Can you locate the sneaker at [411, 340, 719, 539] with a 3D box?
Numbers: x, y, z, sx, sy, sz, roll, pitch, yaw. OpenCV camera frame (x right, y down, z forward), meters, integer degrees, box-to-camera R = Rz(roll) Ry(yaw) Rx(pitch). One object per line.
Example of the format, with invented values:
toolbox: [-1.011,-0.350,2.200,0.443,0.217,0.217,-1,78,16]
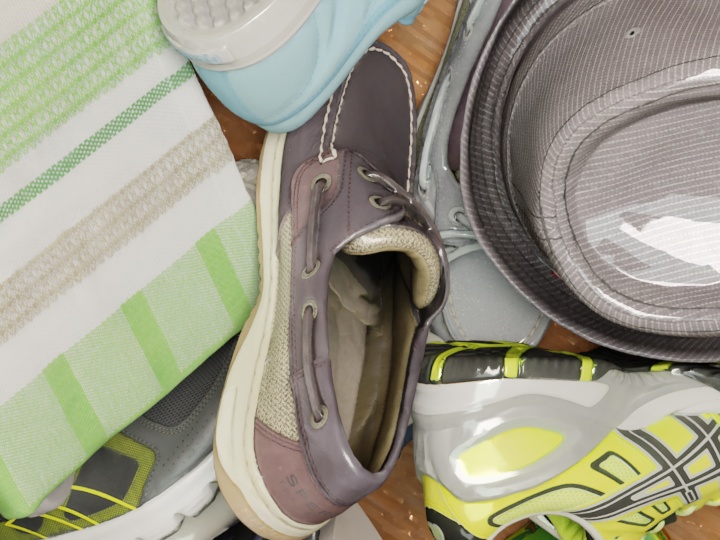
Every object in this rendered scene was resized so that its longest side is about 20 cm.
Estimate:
sneaker: [0.102,0.069,0.894,0.199,0.075,0.077,4,93,-27]

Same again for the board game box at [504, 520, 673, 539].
board game box: [0.054,0.179,0.959,0.200,0.048,0.102,-36,105,8]

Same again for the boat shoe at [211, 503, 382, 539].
boat shoe: [-0.005,0.175,0.888,0.093,0.075,0.200,-26,107,16]

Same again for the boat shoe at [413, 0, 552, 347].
boat shoe: [0.059,-0.056,0.883,0.074,0.065,0.203,11,106,-5]

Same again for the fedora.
fedora: [0.134,-0.041,0.812,0.199,0.090,0.178,-7,109,2]

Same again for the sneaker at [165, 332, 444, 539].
sneaker: [-0.033,0.101,0.924,0.200,0.075,0.085,-34,113,14]

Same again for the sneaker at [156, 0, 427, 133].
sneaker: [0.006,-0.135,0.850,0.200,0.074,0.082,-50,143,-14]

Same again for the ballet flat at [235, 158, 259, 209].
ballet flat: [-0.090,0.003,0.894,0.199,0.072,0.072,-9,106,-1]

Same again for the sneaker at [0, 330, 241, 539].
sneaker: [-0.120,0.069,0.890,0.200,0.075,0.085,-31,110,17]

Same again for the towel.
towel: [-0.112,-0.038,0.795,0.149,0.031,0.201,-40,120,-35]

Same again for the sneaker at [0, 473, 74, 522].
sneaker: [-0.183,0.004,0.826,0.111,0.073,0.201,-14,101,15]

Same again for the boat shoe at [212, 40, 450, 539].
boat shoe: [0.000,0.000,0.839,0.065,0.201,0.072,-17,138,38]
